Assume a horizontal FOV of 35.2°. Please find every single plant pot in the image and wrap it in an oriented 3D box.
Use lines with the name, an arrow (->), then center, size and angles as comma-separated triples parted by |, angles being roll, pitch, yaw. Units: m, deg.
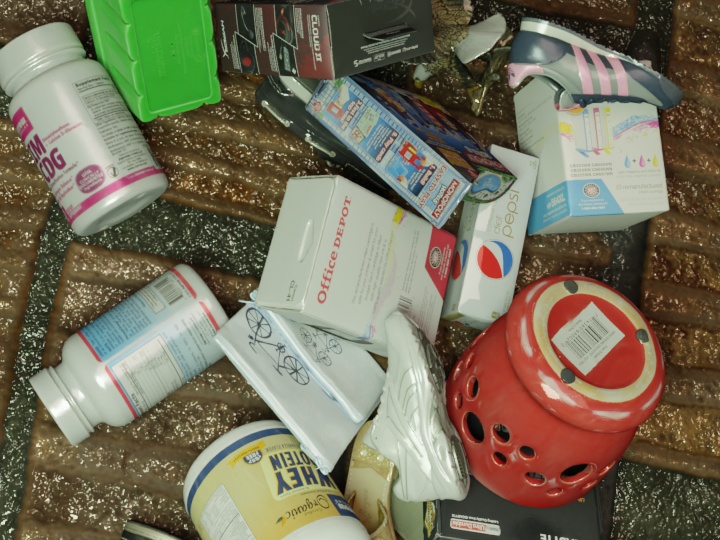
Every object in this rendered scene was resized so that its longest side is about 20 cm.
plant pot -> 0.207, 0.121, 1.182 | 0.198, 0.183, 0.202 | 11, 54, -16

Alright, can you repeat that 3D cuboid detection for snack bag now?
snack bag -> -0.058, 0.095, 1.198 | 0.021, 0.200, 0.189 | -38, 93, 29

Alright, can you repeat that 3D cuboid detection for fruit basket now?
fruit basket -> -0.219, -0.292, 1.218 | 0.154, 0.216, 0.218 | -17, 86, -15

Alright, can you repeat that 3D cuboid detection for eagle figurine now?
eagle figurine -> 0.070, -0.263, 1.291 | 0.199, 0.152, 0.152 | 31, 115, -1

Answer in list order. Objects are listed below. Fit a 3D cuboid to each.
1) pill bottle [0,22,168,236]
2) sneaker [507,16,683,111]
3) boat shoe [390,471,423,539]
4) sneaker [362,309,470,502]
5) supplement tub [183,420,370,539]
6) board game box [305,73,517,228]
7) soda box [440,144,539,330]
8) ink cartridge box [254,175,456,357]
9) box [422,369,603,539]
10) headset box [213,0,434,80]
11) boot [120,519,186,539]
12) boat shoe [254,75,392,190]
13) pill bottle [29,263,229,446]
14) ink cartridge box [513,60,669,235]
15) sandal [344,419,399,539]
pill bottle -> -0.298, -0.149, 1.196 | 0.113, 0.113, 0.201 | -30, 89, -16
sneaker -> 0.252, -0.203, 1.239 | 0.198, 0.070, 0.083 | 22, 93, -5
boat shoe -> 0.078, 0.266, 1.258 | 0.201, 0.072, 0.067 | 52, 38, 5
sneaker -> 0.042, 0.144, 1.162 | 0.098, 0.078, 0.202 | -16, 79, 16
supplement tub -> -0.076, 0.264, 1.130 | 0.143, 0.145, 0.200 | -28, 51, -16
board game box -> 0.071, -0.121, 1.217 | 0.062, 0.199, 0.200 | -54, 55, 21
soda box -> 0.149, -0.036, 1.309 | 0.063, 0.068, 0.203 | 14, 79, -12
ink cartridge box -> 0.000, 0.000, 1.216 | 0.199, 0.085, 0.149 | 24, 75, -40
box -> 0.164, 0.218, 1.242 | 0.198, 0.050, 0.200 | 13, 52, -14
headset box -> -0.031, -0.248, 1.159 | 0.148, 0.199, 0.076 | -24, 116, -39
boot -> -0.188, 0.363, 1.169 | 0.199, 0.073, 0.152 | 35, 75, -12
boat shoe -> -0.032, -0.154, 1.288 | 0.199, 0.074, 0.060 | 39, 118, -21
pill bottle -> -0.235, 0.090, 1.177 | 0.199, 0.109, 0.109 | -34, 90, -16
ink cartridge box -> 0.264, -0.153, 1.325 | 0.127, 0.125, 0.203 | -4, 83, -14
sandal -> -0.002, 0.266, 1.205 | 0.077, 0.069, 0.215 | 5, 87, 27
